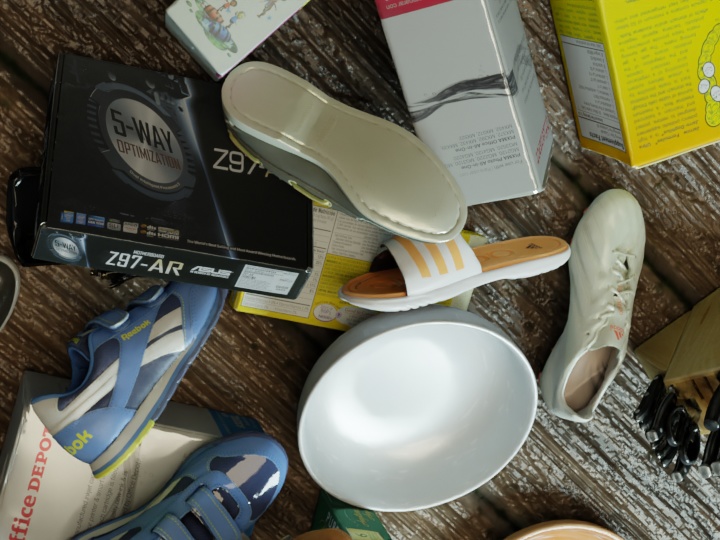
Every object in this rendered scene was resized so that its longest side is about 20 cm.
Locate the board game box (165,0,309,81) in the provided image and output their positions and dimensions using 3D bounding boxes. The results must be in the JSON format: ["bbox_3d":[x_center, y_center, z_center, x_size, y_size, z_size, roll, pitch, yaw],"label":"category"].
[{"bbox_3d":[-0.049,-0.227,1.086,0.200,0.148,0.064,-43,100,-1],"label":"board game box"}]

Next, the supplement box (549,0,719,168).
[{"bbox_3d":[0.224,-0.198,1.190,0.109,0.109,0.200,-18,108,-10],"label":"supplement box"}]

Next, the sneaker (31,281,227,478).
[{"bbox_3d":[-0.165,0.052,1.105,0.082,0.074,0.200,35,64,-8],"label":"sneaker"}]

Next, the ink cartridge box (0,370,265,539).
[{"bbox_3d":[-0.187,0.176,1.185,0.200,0.084,0.145,14,100,-18],"label":"ink cartridge box"}]

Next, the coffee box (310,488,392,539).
[{"bbox_3d":[-0.024,0.296,1.239,0.044,0.123,0.200,11,99,-16],"label":"coffee box"}]

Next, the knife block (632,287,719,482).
[{"bbox_3d":[0.315,0.088,1.250,0.200,0.176,0.064,-35,110,-5],"label":"knife block"}]

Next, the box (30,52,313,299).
[{"bbox_3d":[-0.135,-0.069,1.108,0.200,0.161,0.044,10,145,-17],"label":"box"}]

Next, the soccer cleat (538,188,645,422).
[{"bbox_3d":[0.204,0.032,1.258,0.069,0.078,0.200,12,100,-17],"label":"soccer cleat"}]

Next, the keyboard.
[{"bbox_3d":[-0.178,-0.038,1.159,0.200,0.040,0.104,-4,109,-26],"label":"keyboard"}]

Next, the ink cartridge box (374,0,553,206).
[{"bbox_3d":[0.079,-0.162,1.132,0.083,0.145,0.200,-12,108,16],"label":"ink cartridge box"}]

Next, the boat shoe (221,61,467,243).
[{"bbox_3d":[-0.013,-0.080,1.096,0.201,0.060,0.072,32,70,2],"label":"boat shoe"}]

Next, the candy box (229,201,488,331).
[{"bbox_3d":[0.000,0.000,1.215,0.200,0.026,0.102,12,98,-23],"label":"candy box"}]

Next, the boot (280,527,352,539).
[{"bbox_3d":[-0.106,0.260,1.138,0.200,0.155,0.077,-37,86,37],"label":"boot"}]

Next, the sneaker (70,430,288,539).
[{"bbox_3d":[-0.134,0.199,1.117,0.200,0.082,0.074,-37,109,-6],"label":"sneaker"}]

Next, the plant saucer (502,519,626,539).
[{"bbox_3d":[0.170,0.314,1.341,0.200,0.037,0.201,-4,105,-14],"label":"plant saucer"}]

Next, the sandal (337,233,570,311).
[{"bbox_3d":[0.072,-0.018,1.186,0.206,0.079,0.059,-15,108,-26],"label":"sandal"}]

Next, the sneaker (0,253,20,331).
[{"bbox_3d":[-0.330,0.070,1.113,0.200,0.099,0.071,-42,108,-3],"label":"sneaker"}]

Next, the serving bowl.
[{"bbox_3d":[0.040,0.103,1.224,0.200,0.066,0.200,-8,127,-11],"label":"serving bowl"}]
